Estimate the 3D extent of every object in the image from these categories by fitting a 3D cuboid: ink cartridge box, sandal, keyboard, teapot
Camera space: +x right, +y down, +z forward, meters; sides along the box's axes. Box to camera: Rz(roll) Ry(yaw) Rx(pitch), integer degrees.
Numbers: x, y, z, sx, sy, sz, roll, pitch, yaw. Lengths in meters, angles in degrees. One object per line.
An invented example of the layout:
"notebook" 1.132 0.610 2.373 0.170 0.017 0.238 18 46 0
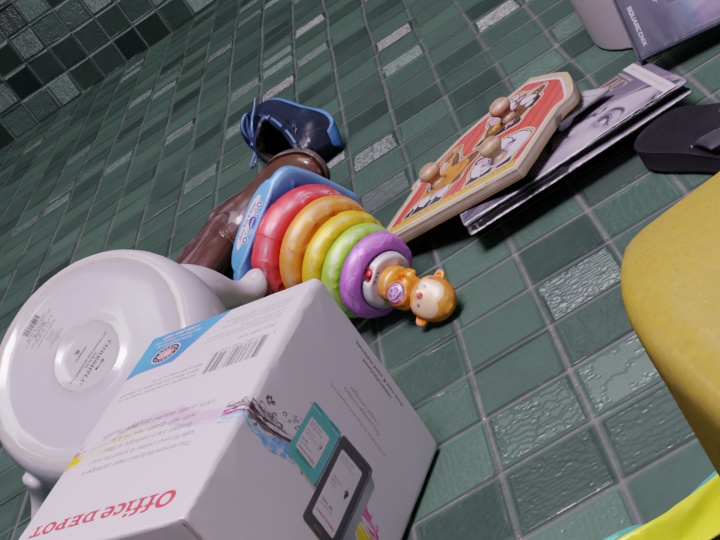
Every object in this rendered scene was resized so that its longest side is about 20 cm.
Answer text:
"ink cartridge box" -0.074 0.136 0.746 0.147 0.146 0.200 -20 26 34
"sandal" 0.261 -0.100 0.870 0.076 0.043 0.200 -47 24 -25
"keyboard" 0.150 -0.135 1.114 0.056 0.011 0.200 -42 13 -11
"teapot" -0.164 0.094 0.943 0.200 0.146 0.198 -23 56 13

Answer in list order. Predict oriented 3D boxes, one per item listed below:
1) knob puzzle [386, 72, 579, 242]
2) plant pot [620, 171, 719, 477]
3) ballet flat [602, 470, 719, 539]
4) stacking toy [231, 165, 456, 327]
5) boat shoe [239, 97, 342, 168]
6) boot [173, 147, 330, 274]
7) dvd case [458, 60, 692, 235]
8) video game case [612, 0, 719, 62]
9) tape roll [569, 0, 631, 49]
"knob puzzle" 0.105 -0.113 1.079 0.220 0.030 0.220 -40 13 12
"plant pot" 0.203 0.032 0.442 0.194 0.196 0.200 -37 30 -3
"ballet flat" 0.148 0.131 0.547 0.200 0.067 0.067 -36 40 -3
"stacking toy" 0.000 0.000 1.000 0.200 0.110 0.116 24 93 45
"boat shoe" -0.099 -0.160 1.473 0.069 0.084 0.200 -32 16 -23
"boot" -0.131 -0.024 1.271 0.186 0.064 0.200 -33 14 46
"dvd case" 0.163 -0.105 1.038 0.200 0.016 0.149 -33 13 8
"video game case" 0.293 -0.278 1.041 0.200 0.143 0.019 -24 -2 17
"tape roll" 0.271 -0.319 1.176 0.202 0.139 0.203 -30 23 14
